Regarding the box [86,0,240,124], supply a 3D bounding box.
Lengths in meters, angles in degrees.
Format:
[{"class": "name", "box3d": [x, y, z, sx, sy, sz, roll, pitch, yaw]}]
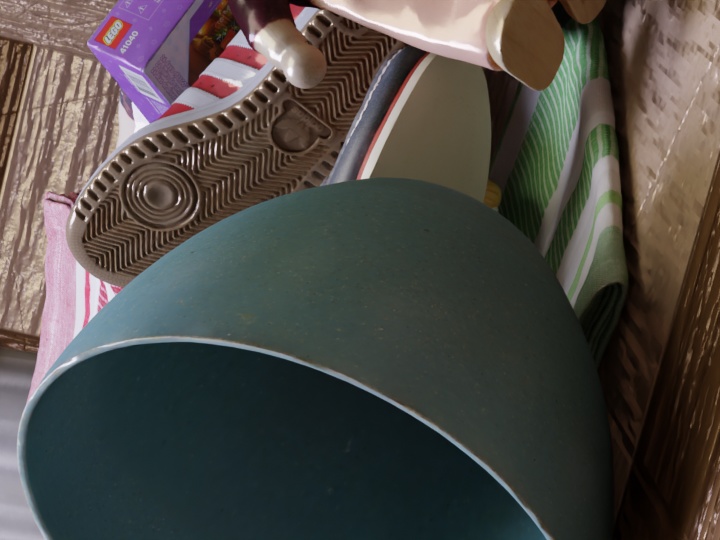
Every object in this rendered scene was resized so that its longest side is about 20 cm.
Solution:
[{"class": "box", "box3d": [-0.028, -0.093, 1.288, 0.137, 0.039, 0.200, -54, -36, -14]}]

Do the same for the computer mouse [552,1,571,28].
[{"class": "computer mouse", "box3d": [0.093, -0.155, 1.061, 0.140, 0.046, 0.201, 48, 142, 43]}]

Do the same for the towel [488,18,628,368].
[{"class": "towel", "box3d": [0.067, -0.003, 1.113, 0.200, 0.023, 0.153, -88, 14, -51]}]

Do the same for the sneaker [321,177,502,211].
[{"class": "sneaker", "box3d": [0.000, 0.000, 1.208, 0.200, 0.075, 0.089, -179, 101, -80]}]

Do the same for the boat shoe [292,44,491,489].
[{"class": "boat shoe", "box3d": [-0.008, 0.006, 1.088, 0.062, 0.071, 0.201, 22, 97, 42]}]

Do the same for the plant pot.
[{"class": "plant pot", "box3d": [0.003, 0.047, 0.973, 0.135, 0.200, 0.200, -62, -3, -38]}]

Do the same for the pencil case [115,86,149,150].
[{"class": "pencil case", "box3d": [-0.079, -0.043, 1.359, 0.089, 0.078, 0.201, -45, -35, -58]}]

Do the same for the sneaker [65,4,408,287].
[{"class": "sneaker", "box3d": [-0.040, -0.079, 1.188, 0.200, 0.071, 0.113, -37, 26, 21]}]

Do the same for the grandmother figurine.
[{"class": "grandmother figurine", "box3d": [-0.005, -0.123, 1.076, 0.121, 0.199, 0.061, -49, -41, -33]}]

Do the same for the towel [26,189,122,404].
[{"class": "towel", "box3d": [-0.120, 0.055, 1.310, 0.200, 0.023, 0.145, -139, 53, -66]}]

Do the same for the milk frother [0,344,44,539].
[{"class": "milk frother", "box3d": [-0.114, 0.157, 1.472, 0.181, 0.187, 0.201, 89, -169, -52]}]
